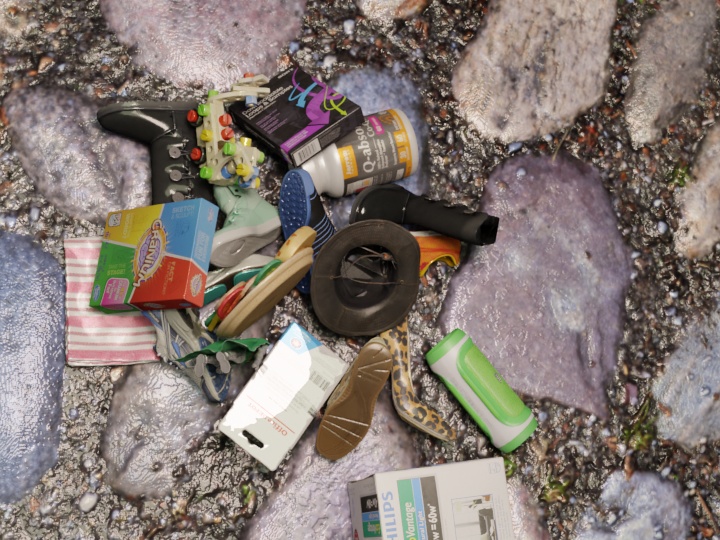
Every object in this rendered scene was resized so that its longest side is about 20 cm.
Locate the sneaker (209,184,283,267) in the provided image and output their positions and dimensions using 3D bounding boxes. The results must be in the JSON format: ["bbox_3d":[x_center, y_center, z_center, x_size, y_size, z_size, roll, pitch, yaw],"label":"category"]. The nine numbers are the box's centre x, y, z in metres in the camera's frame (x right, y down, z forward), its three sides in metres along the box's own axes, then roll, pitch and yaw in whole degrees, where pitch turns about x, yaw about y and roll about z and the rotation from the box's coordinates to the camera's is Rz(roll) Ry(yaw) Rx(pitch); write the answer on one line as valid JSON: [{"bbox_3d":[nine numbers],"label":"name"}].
[{"bbox_3d":[-0.207,-0.078,1.534,0.118,0.074,0.200,43,28,8],"label":"sneaker"}]

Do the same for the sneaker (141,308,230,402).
[{"bbox_3d":[-0.267,0.116,1.518,0.084,0.077,0.202,-19,106,22],"label":"sneaker"}]

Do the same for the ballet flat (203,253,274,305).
[{"bbox_3d":[-0.212,0.006,1.566,0.197,0.069,0.070,-20,82,-15],"label":"ballet flat"}]

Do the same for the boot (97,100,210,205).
[{"bbox_3d":[-0.326,-0.163,1.571,0.162,0.066,0.204,-6,83,-12],"label":"boot"}]

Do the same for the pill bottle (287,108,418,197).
[{"bbox_3d":[-0.013,-0.186,1.622,0.197,0.116,0.118,-18,81,-16],"label":"pill bottle"}]

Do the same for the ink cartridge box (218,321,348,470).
[{"bbox_3d":[-0.122,0.196,1.534,0.115,0.068,0.201,37,72,-2],"label":"ink cartridge box"}]

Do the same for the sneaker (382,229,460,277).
[{"bbox_3d":[0.074,-0.027,1.629,0.196,0.073,0.079,-4,86,-11],"label":"sneaker"}]

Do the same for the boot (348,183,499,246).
[{"bbox_3d":[0.103,-0.078,1.569,0.198,0.067,0.164,23,29,25],"label":"boot"}]

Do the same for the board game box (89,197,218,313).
[{"bbox_3d":[-0.306,-0.019,1.466,0.040,0.197,0.156,30,61,-51],"label":"board game box"}]

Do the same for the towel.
[{"bbox_3d":[-0.383,0.044,1.532,0.144,0.030,0.204,-2,77,-14],"label":"towel"}]

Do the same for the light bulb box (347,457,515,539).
[{"bbox_3d":[0.099,0.358,1.478,0.196,0.198,0.127,-4,76,-14],"label":"light bulb box"}]

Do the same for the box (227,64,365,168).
[{"bbox_3d":[-0.106,-0.252,1.598,0.142,0.036,0.199,-37,45,-17],"label":"box"}]

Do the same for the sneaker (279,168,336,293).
[{"bbox_3d":[-0.076,-0.068,1.573,0.077,0.069,0.203,-25,120,-43],"label":"sneaker"}]

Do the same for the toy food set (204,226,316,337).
[{"bbox_3d":[-0.147,0.026,1.479,0.049,0.200,0.198,47,53,4],"label":"toy food set"}]

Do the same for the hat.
[{"bbox_3d":[0.000,0.000,1.556,0.197,0.081,0.204,-8,118,-16],"label":"hat"}]

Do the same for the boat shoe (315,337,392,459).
[{"bbox_3d":[-0.007,0.200,1.542,0.073,0.063,0.202,29,99,-5],"label":"boat shoe"}]

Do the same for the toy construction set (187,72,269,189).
[{"bbox_3d":[-0.201,-0.215,1.532,0.091,0.130,0.203,25,59,-40],"label":"toy construction set"}]

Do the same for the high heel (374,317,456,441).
[{"bbox_3d":[0.097,0.170,1.585,0.199,0.071,0.144,33,79,6],"label":"high heel"}]

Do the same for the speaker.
[{"bbox_3d":[0.194,0.193,1.597,0.088,0.088,0.201,-39,88,-18],"label":"speaker"}]

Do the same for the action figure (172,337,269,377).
[{"bbox_3d":[-0.185,0.125,1.478,0.116,0.200,0.056,-7,89,15],"label":"action figure"}]
